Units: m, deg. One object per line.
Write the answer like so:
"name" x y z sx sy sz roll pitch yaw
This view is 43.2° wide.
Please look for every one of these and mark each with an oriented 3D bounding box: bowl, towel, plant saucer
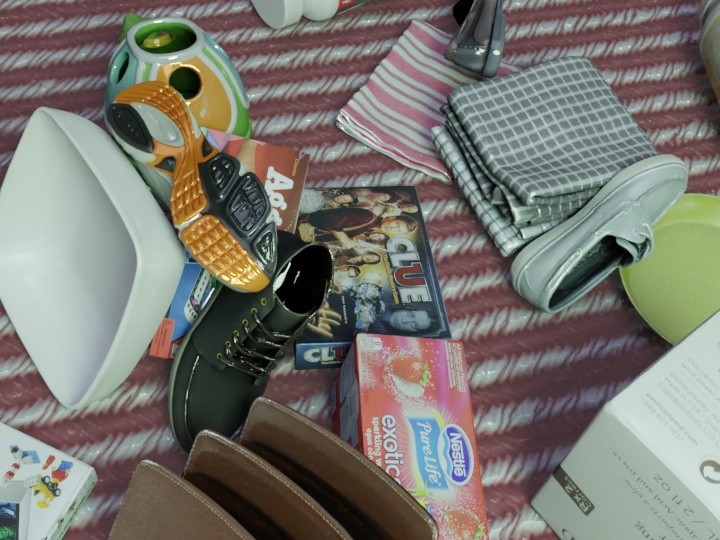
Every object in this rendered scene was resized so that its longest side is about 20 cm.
"bowl" -0.225 -0.010 0.760 0.074 0.201 0.200 -8 51 -48
"towel" 0.079 -0.192 0.992 0.145 0.030 0.201 28 58 11
"plant saucer" 0.345 0.013 0.888 0.197 0.031 0.202 3 56 -4
"towel" 0.189 -0.124 0.913 0.198 0.086 0.167 -18 65 -24

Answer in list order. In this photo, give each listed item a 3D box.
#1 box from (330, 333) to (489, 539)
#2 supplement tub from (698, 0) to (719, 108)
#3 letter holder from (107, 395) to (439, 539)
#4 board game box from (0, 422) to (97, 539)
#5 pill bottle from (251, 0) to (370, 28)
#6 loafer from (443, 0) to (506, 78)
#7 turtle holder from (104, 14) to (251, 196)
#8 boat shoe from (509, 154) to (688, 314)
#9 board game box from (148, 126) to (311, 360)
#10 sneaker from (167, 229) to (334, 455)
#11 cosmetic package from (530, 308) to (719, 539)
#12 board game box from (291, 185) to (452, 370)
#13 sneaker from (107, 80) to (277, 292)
"box" 0.034 0.161 0.711 0.094 0.100 0.202 5 56 -13
"supplement tub" 0.454 -0.226 0.986 0.144 0.146 0.202 0 57 -6
"letter holder" -0.062 0.179 0.613 0.199 0.100 0.143 27 98 41
"board game box" -0.325 0.171 0.708 0.198 0.035 0.127 23 57 9
"pill bottle" -0.027 -0.355 1.034 0.199 0.116 0.116 -30 65 -22
"loafer" 0.129 -0.291 1.023 0.062 0.072 0.201 10 45 -2
"turtle holder" -0.176 -0.175 0.877 0.139 0.133 0.187 -1 42 2
"boat shoe" 0.236 -0.028 0.850 0.200 0.070 0.072 -36 44 -2
"board game box" -0.113 -0.015 0.795 0.102 0.019 0.202 12 86 -12
"sneaker" -0.091 0.060 0.727 0.074 0.106 0.202 23 84 -25
"cosmetic package" 0.260 0.157 0.684 0.164 0.201 0.165 -32 65 -24
"board game box" 0.000 0.000 0.831 0.134 0.035 0.201 -2 45 -8
"sneaker" -0.123 -0.059 0.725 0.075 0.092 0.201 -31 68 -10
